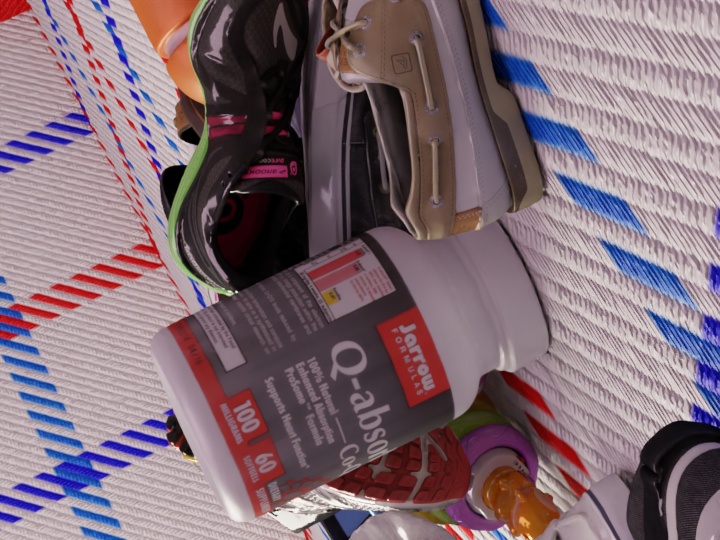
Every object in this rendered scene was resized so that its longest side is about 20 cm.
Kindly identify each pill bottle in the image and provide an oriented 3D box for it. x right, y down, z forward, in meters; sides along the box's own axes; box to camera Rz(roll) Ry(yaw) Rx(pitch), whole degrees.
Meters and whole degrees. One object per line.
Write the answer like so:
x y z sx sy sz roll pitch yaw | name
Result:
-0.005 0.046 1.108 0.116 0.199 0.116 61 171 17 | pill bottle

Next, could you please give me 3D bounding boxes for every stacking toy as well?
0.069 0.125 1.278 0.116 0.110 0.200 52 167 -29 | stacking toy

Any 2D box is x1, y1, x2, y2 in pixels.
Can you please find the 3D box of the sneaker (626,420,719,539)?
0.166 0.153 0.861 0.112 0.073 0.201 -127 22 -64 | sneaker

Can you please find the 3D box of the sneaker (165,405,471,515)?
-0.020 0.113 1.260 0.199 0.078 0.082 9 152 28 | sneaker

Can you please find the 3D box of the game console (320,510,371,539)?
-0.009 0.114 1.617 0.116 0.176 0.200 35 -167 -39 | game console

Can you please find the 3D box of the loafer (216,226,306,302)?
-0.062 0.025 1.215 0.201 0.071 0.073 57 -165 22 | loafer

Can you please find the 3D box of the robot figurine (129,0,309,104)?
-0.088 -0.185 1.231 0.116 0.143 0.201 -14 -105 -59 | robot figurine

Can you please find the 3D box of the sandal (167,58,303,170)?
-0.085 -0.093 1.301 0.055 0.081 0.200 -63 28 24 | sandal

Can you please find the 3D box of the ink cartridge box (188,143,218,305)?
-0.075 -0.002 1.598 0.145 0.083 0.201 96 158 -53 | ink cartridge box

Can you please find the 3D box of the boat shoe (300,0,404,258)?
0.003 -0.077 1.162 0.072 0.070 0.202 -105 14 -65 | boat shoe

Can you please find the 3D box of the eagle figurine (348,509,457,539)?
0.047 0.226 1.280 0.152 0.151 0.200 44 -164 7 | eagle figurine

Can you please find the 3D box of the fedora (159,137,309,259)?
-0.042 -0.030 1.349 0.200 0.092 0.201 41 -165 -13 | fedora

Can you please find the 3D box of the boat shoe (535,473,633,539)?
0.124 0.168 1.127 0.072 0.065 0.200 63 171 12 | boat shoe

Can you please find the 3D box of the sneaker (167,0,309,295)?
-0.055 -0.078 1.119 0.084 0.076 0.202 37 127 47 | sneaker

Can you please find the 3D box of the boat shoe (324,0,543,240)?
0.020 -0.110 0.956 0.201 0.068 0.075 66 171 -11 | boat shoe

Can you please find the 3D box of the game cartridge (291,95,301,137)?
-0.055 -0.138 1.434 0.130 0.038 0.201 54 167 30 | game cartridge

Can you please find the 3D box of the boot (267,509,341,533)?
-0.041 0.107 1.520 0.165 0.066 0.200 52 140 -8 | boot

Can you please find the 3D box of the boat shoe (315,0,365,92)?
0.002 -0.131 1.031 0.201 0.062 0.071 67 169 -25 | boat shoe

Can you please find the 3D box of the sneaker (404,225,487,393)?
0.000 0.000 1.255 0.201 0.099 0.075 65 -157 1 | sneaker
